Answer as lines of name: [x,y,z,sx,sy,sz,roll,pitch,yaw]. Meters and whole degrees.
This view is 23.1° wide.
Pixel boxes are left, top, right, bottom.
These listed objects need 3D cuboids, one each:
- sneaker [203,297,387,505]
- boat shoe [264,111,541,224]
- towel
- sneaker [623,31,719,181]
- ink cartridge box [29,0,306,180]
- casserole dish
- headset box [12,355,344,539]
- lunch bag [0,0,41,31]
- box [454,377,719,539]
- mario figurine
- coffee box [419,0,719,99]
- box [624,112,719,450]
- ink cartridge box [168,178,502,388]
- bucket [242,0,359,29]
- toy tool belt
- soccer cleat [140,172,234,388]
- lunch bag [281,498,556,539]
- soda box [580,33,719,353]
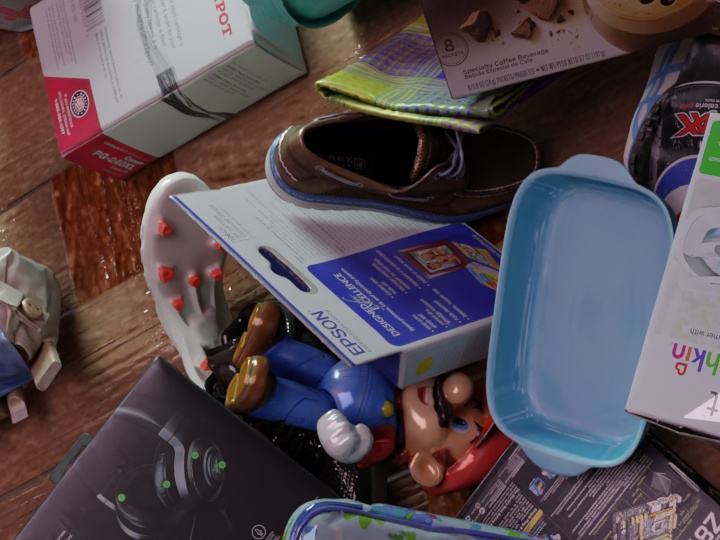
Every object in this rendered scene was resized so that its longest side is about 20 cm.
sneaker: [-0.050,0.108,1.236,0.076,0.114,0.201,-38,59,41]
boat shoe: [0.039,-0.073,1.196,0.072,0.198,0.073,140,123,-68]
towel: [0.077,-0.152,1.211,0.143,0.200,0.023,14,126,32]
sneaker: [0.226,-0.150,1.174,0.072,0.072,0.201,31,99,61]
ink cartridge box: [-0.154,-0.184,1.405,0.199,0.083,0.146,-26,64,23]
casserole dish: [0.143,0.028,1.104,0.121,0.039,0.202,14,103,36]
headset box: [-0.115,0.180,1.142,0.199,0.093,0.175,36,78,5]
lunch bag: [-0.309,-0.289,1.480,0.199,0.169,0.128,-25,66,25]
box: [0.136,0.192,1.140,0.161,0.049,0.201,42,101,35]
mario figurine: [0.018,0.077,1.170,0.106,0.199,0.124,156,132,-71]
coffee box: [0.136,-0.194,1.096,0.199,0.114,0.080,-12,27,16]
box: [0.256,0.027,1.019,0.096,0.200,0.178,14,86,35]
ink cartridge box: [0.000,0.000,1.194,0.198,0.199,0.047,42,131,33]
bucket: [-0.033,-0.287,1.290,0.134,0.206,0.209,-29,63,34]
toy tool belt: [-0.321,0.080,1.417,0.199,0.125,0.124,-32,54,22]
soccer cleat: [-0.127,0.007,1.284,0.069,0.201,0.078,-26,42,-18]
lunch bag: [0.040,0.228,1.062,0.198,0.082,0.162,13,83,-6]
soda box: [0.214,-0.045,1.118,0.063,0.071,0.201,28,106,32]
